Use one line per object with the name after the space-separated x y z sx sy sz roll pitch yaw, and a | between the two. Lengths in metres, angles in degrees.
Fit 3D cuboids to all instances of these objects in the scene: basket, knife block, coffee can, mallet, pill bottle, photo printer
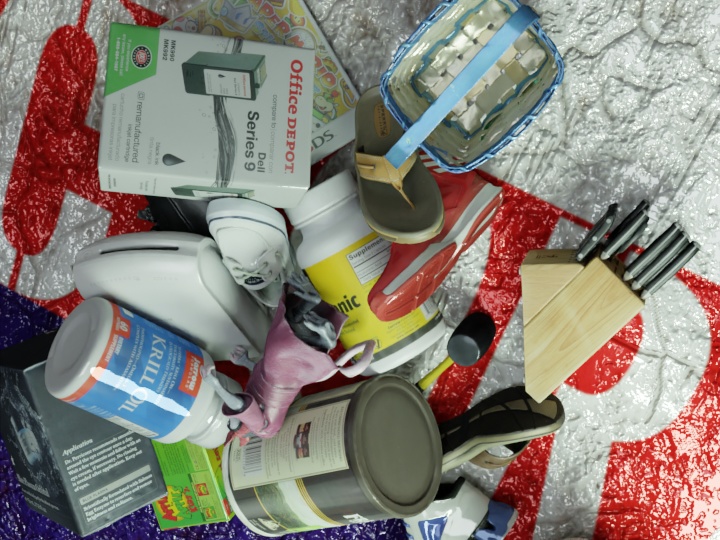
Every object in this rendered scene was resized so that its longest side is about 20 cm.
0.104 -0.179 0.928 0.139 0.200 0.176 47 114 1 | basket
0.252 0.032 1.014 0.174 0.064 0.202 1 105 19 | knife block
-0.032 0.203 1.088 0.199 0.146 0.148 -19 99 38 | coffee can
0.070 0.124 1.100 0.041 0.066 0.200 45 114 3 | mallet
-0.225 0.118 1.079 0.199 0.113 0.112 31 119 -35 | pill bottle
-0.207 0.029 1.105 0.164 0.070 0.200 -3 147 18 | photo printer
0.000 0.000 1.064 0.111 0.111 0.201 -26 95 23 | pill bottle

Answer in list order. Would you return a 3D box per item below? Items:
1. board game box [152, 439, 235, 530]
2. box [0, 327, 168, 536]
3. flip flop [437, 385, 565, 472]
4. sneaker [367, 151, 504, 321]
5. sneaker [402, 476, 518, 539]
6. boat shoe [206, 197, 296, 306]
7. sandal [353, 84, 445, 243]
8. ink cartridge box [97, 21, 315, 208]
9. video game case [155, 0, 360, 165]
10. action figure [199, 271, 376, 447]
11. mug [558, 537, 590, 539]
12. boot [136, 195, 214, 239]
-0.224 0.212 1.233 0.101 0.048 0.202 -13 100 22 | board game box
-0.343 0.182 1.182 0.196 0.117 0.202 -3 106 54 | box
0.138 0.188 1.094 0.199 0.081 0.058 -31 111 27 | flip flop
0.047 -0.043 1.015 0.115 0.200 0.079 37 147 17 | sneaker
0.077 0.306 1.150 0.115 0.080 0.200 42 107 7 | sneaker
-0.105 -0.014 1.049 0.073 0.200 0.068 -5 72 14 | boat shoe
0.028 -0.112 0.985 0.079 0.054 0.202 -15 58 8 | sandal
-0.146 -0.147 0.971 0.198 0.084 0.148 4 79 -12 | ink cartridge box
-0.109 -0.191 1.041 0.181 0.023 0.201 -33 94 -12 | video game case
-0.080 0.110 1.036 0.148 0.134 0.201 28 113 4 | action figure
0.248 0.373 1.051 0.198 0.175 0.149 14 110 14 | mug
-0.170 -0.097 1.115 0.197 0.073 0.164 -29 93 29 | boot
